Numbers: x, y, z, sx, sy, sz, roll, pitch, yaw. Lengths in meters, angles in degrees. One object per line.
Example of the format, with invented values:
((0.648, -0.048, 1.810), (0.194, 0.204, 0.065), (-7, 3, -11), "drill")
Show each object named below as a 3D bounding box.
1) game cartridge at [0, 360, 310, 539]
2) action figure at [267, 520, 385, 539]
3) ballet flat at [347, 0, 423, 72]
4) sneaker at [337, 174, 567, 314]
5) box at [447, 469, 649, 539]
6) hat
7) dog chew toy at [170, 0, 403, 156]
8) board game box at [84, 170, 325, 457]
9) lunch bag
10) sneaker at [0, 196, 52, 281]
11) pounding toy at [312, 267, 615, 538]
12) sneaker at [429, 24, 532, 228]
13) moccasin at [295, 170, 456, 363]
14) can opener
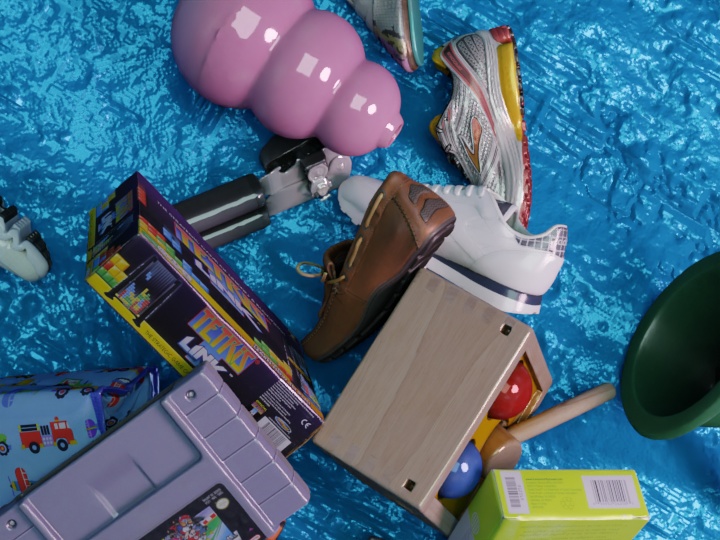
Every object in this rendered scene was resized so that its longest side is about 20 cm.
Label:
((-0.149, 0.171, 1.008), (0.199, 0.038, 0.130), (-36, 98, 10), "game cartridge")
((-0.071, 0.227, 1.141), (0.199, 0.104, 0.195), (-8, 92, -38), "action figure")
((0.021, -0.264, 1.212), (0.071, 0.069, 0.202), (0, 79, 9), "ballet flat")
((0.074, -0.039, 1.154), (0.199, 0.076, 0.081), (28, 106, 20), "sneaker")
((0.130, 0.224, 1.117), (0.121, 0.201, 0.048), (3, 52, -17), "box")
((0.332, 0.103, 1.193), (0.175, 0.200, 0.166), (28, 41, -20), "hat")
((-0.053, -0.165, 1.144), (0.199, 0.125, 0.125), (34, 80, 6), "dog chew toy")
((-0.118, 0.032, 1.071), (0.057, 0.165, 0.200), (-40, 111, 6), "board game box")
((-0.225, 0.183, 1.080), (0.149, 0.094, 0.202), (-5, 96, 22), "lunch bag")
((-0.338, -0.041, 1.128), (0.199, 0.075, 0.081), (31, 94, -2), "sneaker")
((0.090, 0.113, 1.125), (0.142, 0.200, 0.185), (30, 81, 21), "pounding toy")
((0.102, -0.102, 1.205), (0.082, 0.078, 0.202), (-7, 83, 8), "sneaker")
((-0.001, 0.001, 1.118), (0.078, 0.202, 0.074), (44, 50, 11), "moccasin")
((-0.098, -0.061, 1.179), (0.199, 0.053, 0.067), (-27, 54, -12), "can opener")
